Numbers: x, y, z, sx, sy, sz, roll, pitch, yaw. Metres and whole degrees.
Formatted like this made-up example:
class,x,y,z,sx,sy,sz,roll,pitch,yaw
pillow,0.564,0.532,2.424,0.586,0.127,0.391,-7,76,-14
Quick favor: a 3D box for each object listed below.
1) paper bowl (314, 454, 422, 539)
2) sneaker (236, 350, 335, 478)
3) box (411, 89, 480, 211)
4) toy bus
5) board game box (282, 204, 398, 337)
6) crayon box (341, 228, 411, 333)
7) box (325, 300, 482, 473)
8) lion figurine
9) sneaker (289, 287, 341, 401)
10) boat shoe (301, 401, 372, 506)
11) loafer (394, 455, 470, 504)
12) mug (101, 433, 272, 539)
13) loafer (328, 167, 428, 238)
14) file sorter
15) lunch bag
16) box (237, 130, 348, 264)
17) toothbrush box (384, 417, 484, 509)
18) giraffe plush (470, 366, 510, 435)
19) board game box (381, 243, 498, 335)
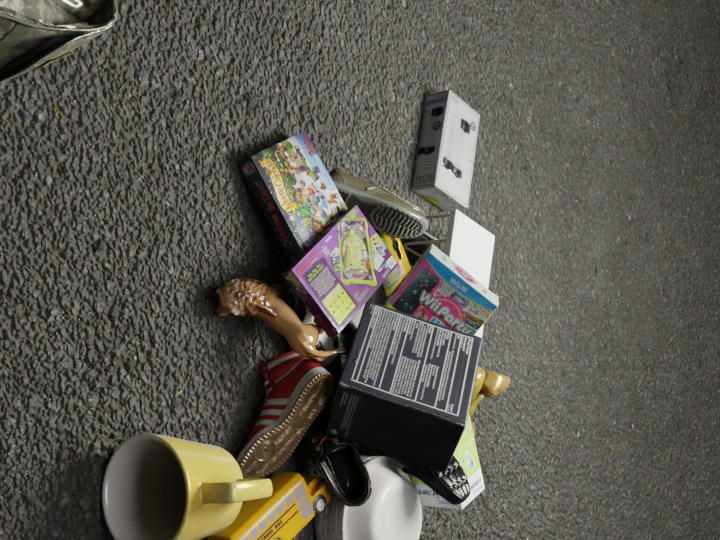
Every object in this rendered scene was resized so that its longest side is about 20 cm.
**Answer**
class,x,y,z,sx,sy,sz,roll,pitch,yaw
paper bowl,0.026,0.407,1.578,0.200,0.104,0.203,9,78,-51
sneaker,-0.132,0.211,1.446,0.200,0.112,0.071,-50,131,-4
box,0.165,-0.228,1.845,0.116,0.060,0.202,26,66,-46
toy bus,-0.130,0.364,1.422,0.200,0.065,0.079,-37,113,-45
board game box,-0.027,-0.002,1.469,0.121,0.032,0.200,57,43,-13
crayon box,0.000,0.000,1.628,0.200,0.051,0.127,-43,118,-43
box,0.069,0.178,1.487,0.201,0.196,0.124,-69,175,-51
lion figurine,-0.113,0.074,1.410,0.073,0.199,0.122,-61,171,7
sneaker,-0.081,0.111,1.513,0.088,0.074,0.202,-8,100,-29
boat shoe,-0.044,0.270,1.482,0.073,0.063,0.203,-29,85,-8
loafer,0.100,0.311,1.585,0.068,0.200,0.071,-15,141,-47
mug,-0.217,0.296,1.246,0.153,0.186,0.151,15,101,-58
loafer,0.025,-0.119,1.605,0.198,0.075,0.070,24,50,-12
file sorter,0.148,0.013,1.749,0.138,0.124,0.202,27,66,-47
lunch bag,-0.395,-0.287,1.087,0.199,0.163,0.119,9,74,-49
box,-0.090,-0.104,1.501,0.136,0.038,0.201,-34,98,-47
toothbrush box,0.117,0.300,1.667,0.086,0.145,0.202,-22,103,-50
giraffe plush,0.169,0.255,1.756,0.200,0.171,0.164,64,42,-77
board game box,0.113,0.081,1.606,0.147,0.201,0.064,38,16,-1
